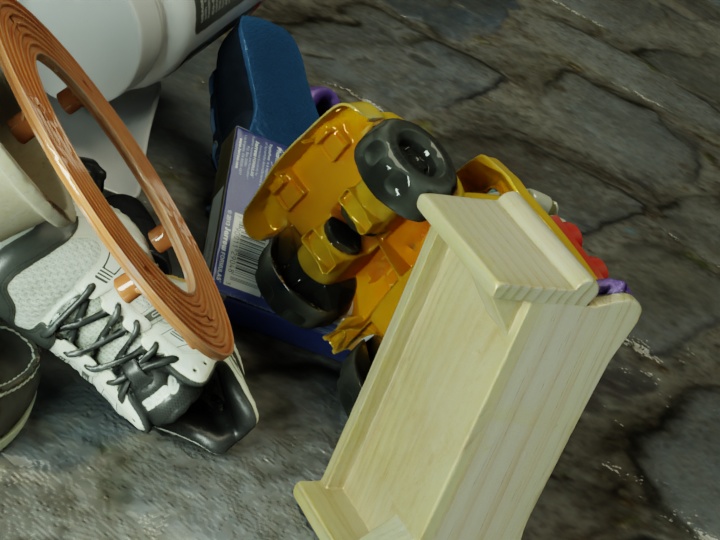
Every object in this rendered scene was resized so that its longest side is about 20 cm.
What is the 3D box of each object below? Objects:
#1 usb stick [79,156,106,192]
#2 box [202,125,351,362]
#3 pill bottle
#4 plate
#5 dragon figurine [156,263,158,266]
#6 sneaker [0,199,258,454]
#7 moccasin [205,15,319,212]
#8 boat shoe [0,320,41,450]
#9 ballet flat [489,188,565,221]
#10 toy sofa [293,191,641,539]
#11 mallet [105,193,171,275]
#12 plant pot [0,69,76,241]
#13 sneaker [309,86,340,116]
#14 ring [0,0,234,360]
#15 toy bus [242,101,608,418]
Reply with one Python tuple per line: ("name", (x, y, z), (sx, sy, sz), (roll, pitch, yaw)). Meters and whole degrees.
("usb stick", (-0.236, -0.057, 1.118), (0.199, 0.055, 0.033), (11, 61, -19))
("box", (0.000, 0.000, 1.283), (0.199, 0.032, 0.122), (20, 55, -18))
("pill bottle", (-0.142, -0.187, 1.371), (0.113, 0.114, 0.200), (31, 31, 7))
("plate", (-0.228, -0.113, 1.322), (0.198, 0.032, 0.200), (24, 23, -12))
("dragon figurine", (-0.209, 0.003, 1.066), (0.199, 0.059, 0.100), (20, 26, -9))
("sneaker", (-0.114, 0.032, 1.046), (0.200, 0.076, 0.088), (32, 20, -52))
("moccasin", (-0.061, -0.075, 1.370), (0.080, 0.068, 0.201), (21, 43, -26))
("boat shoe", (-0.206, 0.052, 0.966), (0.072, 0.061, 0.201), (35, 24, 16))
("ballet flat", (0.122, -0.018, 1.483), (0.074, 0.075, 0.200), (17, 26, -27))
("toy sofa", (0.051, 0.065, 1.061), (0.097, 0.201, 0.083), (3, 32, -34))
("mallet", (-0.203, -0.031, 1.180), (0.199, 0.041, 0.066), (14, 28, -22))
("plant pot", (-0.256, -0.056, 0.925), (0.201, 0.183, 0.200), (57, 0, 0))
("sneaker", (-0.006, -0.055, 1.393), (0.080, 0.084, 0.200), (8, 32, -40))
("ring", (-0.120, -0.041, 0.976), (0.201, 0.019, 0.200), (56, 6, -9))
("toy bus", (0.059, -0.006, 1.227), (0.200, 0.136, 0.192), (52, 37, 11))
